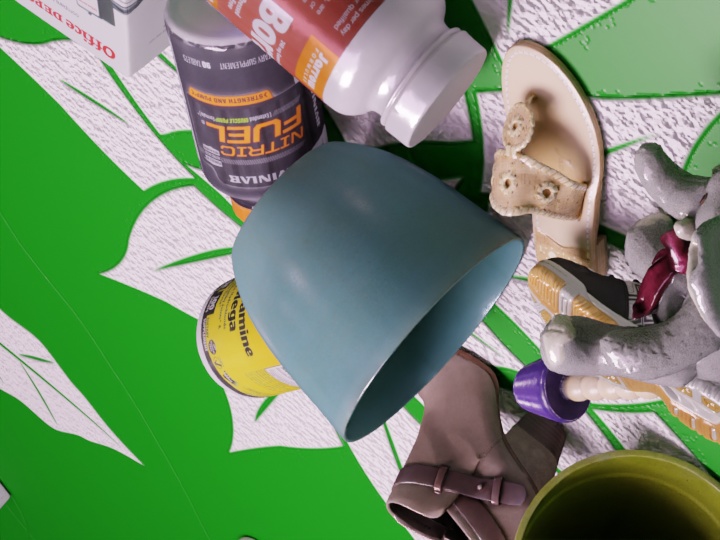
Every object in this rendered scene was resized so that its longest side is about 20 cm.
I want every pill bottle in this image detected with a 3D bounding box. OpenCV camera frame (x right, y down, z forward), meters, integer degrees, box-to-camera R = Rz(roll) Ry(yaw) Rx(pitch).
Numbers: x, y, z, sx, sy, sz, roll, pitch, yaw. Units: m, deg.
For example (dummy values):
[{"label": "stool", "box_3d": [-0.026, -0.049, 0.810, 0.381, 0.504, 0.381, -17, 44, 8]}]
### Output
[{"label": "pill bottle", "box_3d": [-0.015, -0.180, 1.141, 0.200, 0.112, 0.112, 41, 149, 9]}, {"label": "pill bottle", "box_3d": [-0.082, -0.128, 1.289, 0.106, 0.106, 0.201, 25, 144, 31]}, {"label": "pill bottle", "box_3d": [-0.053, 0.045, 1.449, 0.113, 0.112, 0.199, 53, 148, -12]}]

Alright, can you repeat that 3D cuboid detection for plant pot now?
[{"label": "plant pot", "box_3d": [0.000, 0.000, 1.259, 0.161, 0.200, 0.201, 42, 149, 14]}, {"label": "plant pot", "box_3d": [0.205, 0.269, 1.345, 0.200, 0.201, 0.193, 39, 160, 11]}]

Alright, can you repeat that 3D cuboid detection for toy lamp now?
[{"label": "toy lamp", "box_3d": [0.193, 0.085, 1.255, 0.199, 0.058, 0.058, -10, 120, 51]}]

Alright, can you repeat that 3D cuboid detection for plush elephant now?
[{"label": "plush elephant", "box_3d": [0.217, -0.011, 1.019, 0.199, 0.164, 0.156, 23, 134, 35]}]

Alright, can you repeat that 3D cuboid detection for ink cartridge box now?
[{"label": "ink cartridge box", "box_3d": [-0.207, -0.271, 1.297, 0.146, 0.083, 0.201, 34, 148, 20]}]

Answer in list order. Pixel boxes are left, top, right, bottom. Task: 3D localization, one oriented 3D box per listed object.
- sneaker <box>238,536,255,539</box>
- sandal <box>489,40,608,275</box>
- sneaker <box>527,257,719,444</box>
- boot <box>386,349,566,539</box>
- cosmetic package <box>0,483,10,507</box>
[{"label": "sneaker", "box_3d": [-0.090, 0.380, 1.910, 0.199, 0.085, 0.075, 16, 139, 39]}, {"label": "sandal", "box_3d": [0.124, -0.050, 1.164, 0.077, 0.070, 0.213, 19, 140, 37]}, {"label": "sneaker", "box_3d": [0.210, 0.041, 1.153, 0.199, 0.088, 0.076, 34, 157, 23]}, {"label": "boot", "box_3d": [0.070, 0.148, 1.387, 0.199, 0.146, 0.071, 28, 147, 27]}, {"label": "cosmetic package", "box_3d": [-0.608, 0.278, 2.431, 0.201, 0.074, 0.101, 54, 148, -15]}]
